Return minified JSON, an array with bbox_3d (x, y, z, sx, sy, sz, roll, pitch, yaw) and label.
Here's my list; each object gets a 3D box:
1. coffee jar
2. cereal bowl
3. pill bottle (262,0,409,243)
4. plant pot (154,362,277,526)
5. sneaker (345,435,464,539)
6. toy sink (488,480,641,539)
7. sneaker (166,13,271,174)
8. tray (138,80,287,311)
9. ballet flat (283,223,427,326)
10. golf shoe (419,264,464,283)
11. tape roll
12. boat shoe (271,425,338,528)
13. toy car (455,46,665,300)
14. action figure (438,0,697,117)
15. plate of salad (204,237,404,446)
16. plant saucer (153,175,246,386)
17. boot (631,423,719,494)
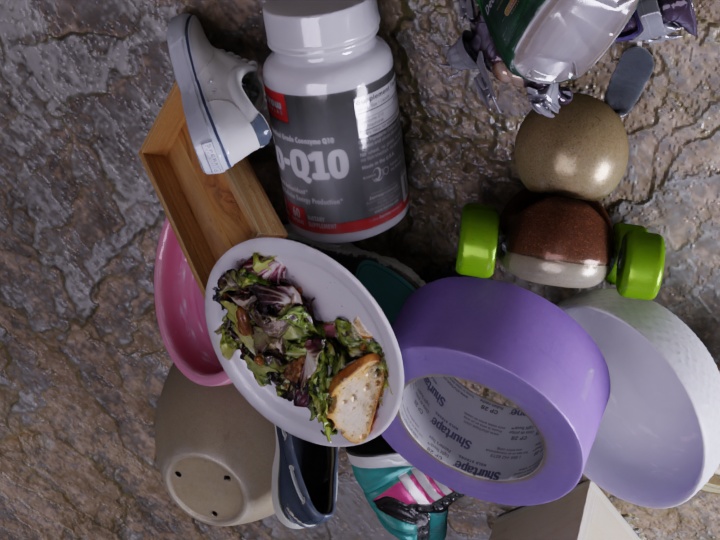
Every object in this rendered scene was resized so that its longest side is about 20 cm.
[{"bbox_3d":[0.116,-0.238,0.828,0.084,0.201,0.105,4,137,-33],"label":"coffee jar"},{"bbox_3d":[0.244,0.103,1.013,0.199,0.083,0.202,34,139,35],"label":"cereal bowl"},{"bbox_3d":[-0.023,-0.137,0.987,0.112,0.114,0.202,2,121,19],"label":"pill bottle"},{"bbox_3d":[-0.131,0.178,1.165,0.198,0.135,0.202,10,124,16],"label":"plant pot"},{"bbox_3d":[0.085,0.231,1.194,0.198,0.084,0.122,-2,115,31],"label":"sneaker"},{"bbox_3d":[0.236,0.343,1.191,0.130,0.112,0.201,-30,107,33],"label":"toy sink"},{"bbox_3d":[-0.119,-0.157,0.986,0.070,0.201,0.073,-17,138,-3],"label":"sneaker"},{"bbox_3d":[-0.138,-0.072,1.042,0.099,0.037,0.201,-53,52,33],"label":"tray"},{"bbox_3d":[0.000,0.000,1.085,0.198,0.072,0.072,25,127,19],"label":"ballet flat"},{"bbox_3d":[0.054,0.073,1.126,0.088,0.078,0.200,22,122,-43],"label":"golf shoe"},{"bbox_3d":[0.108,0.106,0.983,0.198,0.085,0.201,18,140,16],"label":"tape roll"},{"bbox_3d":[-0.052,0.141,1.088,0.074,0.203,0.062,14,156,-33],"label":"boat shoe"},{"bbox_3d":[0.172,-0.090,0.954,0.162,0.158,0.203,8,97,4],"label":"toy car"},{"bbox_3d":[0.154,-0.189,0.890,0.198,0.069,0.132,-17,77,16],"label":"action figure"},{"bbox_3d":[-0.055,0.068,0.955,0.198,0.048,0.202,18,126,25],"label":"plate of salad"},{"bbox_3d":[-0.127,0.008,1.091,0.199,0.050,0.203,-4,85,50],"label":"plant saucer"},{"bbox_3d":[0.357,0.133,1.039,0.198,0.073,0.157,19,121,19],"label":"boot"}]
